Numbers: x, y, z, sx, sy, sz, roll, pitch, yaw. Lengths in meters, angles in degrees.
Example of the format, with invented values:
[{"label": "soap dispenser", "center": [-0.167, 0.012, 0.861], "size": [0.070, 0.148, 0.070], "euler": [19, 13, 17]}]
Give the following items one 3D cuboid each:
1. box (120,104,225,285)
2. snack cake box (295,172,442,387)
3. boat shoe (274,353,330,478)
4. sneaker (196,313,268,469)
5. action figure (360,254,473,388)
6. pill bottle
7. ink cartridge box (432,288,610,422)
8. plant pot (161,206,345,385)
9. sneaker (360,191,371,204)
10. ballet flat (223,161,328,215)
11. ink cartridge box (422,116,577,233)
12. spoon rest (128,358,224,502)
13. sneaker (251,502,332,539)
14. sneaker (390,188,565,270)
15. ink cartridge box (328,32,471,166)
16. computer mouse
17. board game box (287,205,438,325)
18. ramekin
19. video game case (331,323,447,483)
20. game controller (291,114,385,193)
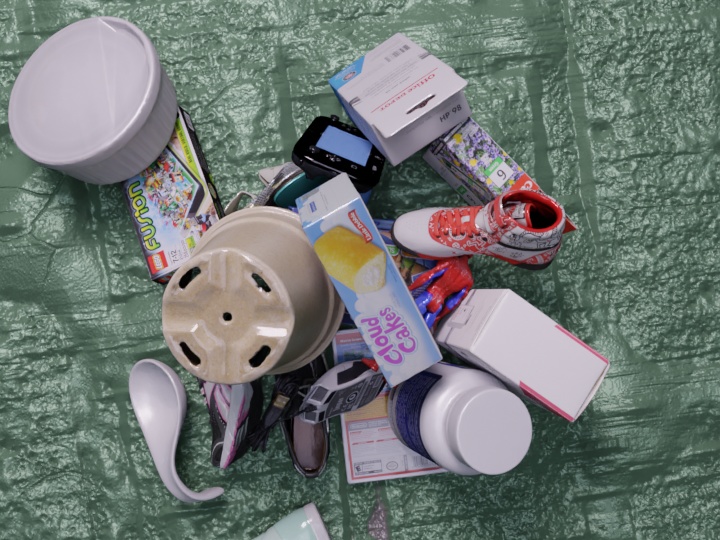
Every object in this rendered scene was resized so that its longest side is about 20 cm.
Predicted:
[{"label": "box", "center": [-0.239, -0.096, 0.949], "size": [0.109, 0.035, 0.202], "euler": [-25, 75, 8]}, {"label": "snack cake box", "center": [0.008, 0.007, 0.801], "size": [0.067, 0.115, 0.201], "euler": [-28, 111, 1]}, {"label": "boat shoe", "center": [-0.073, 0.164, 0.970], "size": [0.071, 0.068, 0.203], "euler": [-7, 89, 1]}, {"label": "sneaker", "center": [-0.175, 0.149, 0.974], "size": [0.085, 0.080, 0.203], "euler": [8, 86, 16]}, {"label": "action figure", "center": [0.079, 0.046, 0.923], "size": [0.065, 0.052, 0.201], "euler": [42, 82, -23]}, {"label": "pill bottle", "center": [0.115, 0.173, 0.885], "size": [0.118, 0.200, 0.121], "euler": [1, 88, -15]}, {"label": "ink cartridge box", "center": [0.182, 0.094, 0.900], "size": [0.146, 0.200, 0.083], "euler": [34, 85, -5]}, {"label": "plant pot", "center": [-0.121, 0.035, 0.812], "size": [0.198, 0.184, 0.203], "euler": [1, 97, 5]}, {"label": "sneaker", "center": [-0.033, -0.029, 0.976], "size": [0.078, 0.066, 0.201], "euler": [34, 89, -14]}, {"label": "ballet flat", "center": [-0.122, -0.092, 0.971], "size": [0.200, 0.072, 0.072], "euler": [-45, 91, -2]}, {"label": "ink cartridge box", "center": [0.171, -0.101, 0.950], "size": [0.050, 0.109, 0.200], "euler": [-45, 91, -7]}, {"label": "spoon rest", "center": [-0.242, 0.208, 0.962], "size": [0.099, 0.060, 0.202], "euler": [-22, 93, 37]}, {"label": "sneaker", "center": [-0.071, 0.416, 0.963], "size": [0.117, 0.074, 0.202], "euler": [-24, 81, -7]}, {"label": "sneaker", "center": [0.134, -0.057, 0.866], "size": [0.199, 0.108, 0.068], "euler": [9, 65, 6]}, {"label": "ink cartridge box", "center": [0.051, -0.203, 0.907], "size": [0.115, 0.200, 0.067], "euler": [-33, 129, 0]}, {"label": "computer mouse", "center": [-0.047, 0.150, 0.919], "size": [0.044, 0.199, 0.110], "euler": [44, 125, 31]}, {"label": "board game box", "center": [0.000, 0.000, 0.937], "size": [0.197, 0.034, 0.137], "euler": [7, 97, -15]}, {"label": "ramekin", "center": [-0.317, -0.199, 0.923], "size": [0.200, 0.094, 0.205], "euler": [-6, 69, 16]}, {"label": "video game case", "center": [0.042, 0.172, 0.995], "size": [0.141, 0.017, 0.203], "euler": [-6, 90, -1]}, {"label": "game controller", "center": [-0.020, -0.145, 0.912], "size": [0.103, 0.200, 0.043], "euler": [14, 115, 0]}]
